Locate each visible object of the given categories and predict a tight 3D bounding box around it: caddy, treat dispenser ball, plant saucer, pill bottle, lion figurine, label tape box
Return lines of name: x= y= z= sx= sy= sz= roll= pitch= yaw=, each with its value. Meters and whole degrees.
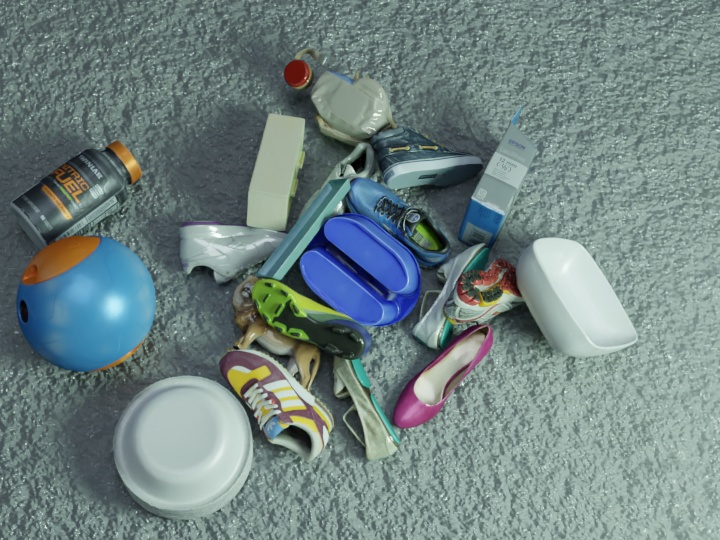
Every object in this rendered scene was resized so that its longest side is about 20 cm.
caddy: x=0.000 y=0.000 z=1.680 sx=0.200 sy=0.105 sz=0.142 roll=39 pitch=100 yaw=9
treat dispenser ball: x=-0.401 y=0.048 z=1.579 sx=0.199 sy=0.201 sz=0.203 roll=2 pitch=65 yaw=-4
plant saucer: x=-0.086 y=-0.063 z=1.666 sx=0.019 sy=0.070 sz=0.201 roll=43 pitch=72 yaw=-22
pill bottle: x=-0.444 y=-0.122 z=1.706 sx=0.200 sy=0.106 sz=0.106 roll=-41 pitch=74 yaw=-20
lion figurine: x=-0.126 y=0.105 z=1.657 sx=0.200 sy=0.072 sz=0.123 roll=39 pitch=60 yaw=-2
label tape box: x=0.234 y=-0.147 z=1.750 sx=0.066 sy=0.144 sz=0.201 roll=28 pitch=66 yaw=9

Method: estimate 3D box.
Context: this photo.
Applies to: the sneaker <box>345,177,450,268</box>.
sneaker: x=0.066 y=-0.086 z=1.714 sx=0.199 sy=0.089 sz=0.079 roll=35 pitch=71 yaw=-7

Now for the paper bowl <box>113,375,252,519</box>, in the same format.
paper bowl: x=-0.256 y=0.250 z=1.554 sx=0.198 sy=0.105 sz=0.202 roll=1 pitch=64 yaw=-3

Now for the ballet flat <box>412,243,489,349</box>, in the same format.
ballet flat: x=0.139 y=0.031 z=1.711 sx=0.069 sy=0.070 sz=0.201 roll=25 pitch=67 yaw=7

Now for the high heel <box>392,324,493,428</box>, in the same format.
high heel: x=0.126 y=0.159 z=1.628 sx=0.199 sy=0.096 sz=0.067 roll=-36 pitch=73 yaw=-19

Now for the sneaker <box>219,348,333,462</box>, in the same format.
sneaker: x=-0.128 y=0.195 z=1.566 sx=0.199 sy=0.075 sz=0.090 roll=36 pitch=30 yaw=-5

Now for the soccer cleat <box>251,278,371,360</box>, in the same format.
soccer cleat: x=-0.074 y=0.075 z=1.615 sx=0.199 sy=0.084 sz=0.065 roll=28 pitch=101 yaw=11

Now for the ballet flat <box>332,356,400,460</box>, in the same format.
ballet flat: x=-0.008 y=0.193 z=1.623 sx=0.062 sy=0.067 sz=0.201 roll=-29 pitch=68 yaw=6

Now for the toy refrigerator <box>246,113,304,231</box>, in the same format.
toy refrigerator: x=-0.132 y=-0.160 z=1.728 sx=0.069 sy=0.076 sz=0.201 roll=8 pitch=44 yaw=-1

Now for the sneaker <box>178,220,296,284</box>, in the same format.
sneaker: x=-0.191 y=-0.027 z=1.714 sx=0.198 sy=0.075 sz=0.101 roll=2 pitch=89 yaw=-7

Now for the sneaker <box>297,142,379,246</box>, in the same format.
sneaker: x=-0.039 y=-0.128 z=1.756 sx=0.075 sy=0.081 sz=0.201 roll=32 pitch=68 yaw=8

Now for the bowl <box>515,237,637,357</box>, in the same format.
bowl: x=0.324 y=0.050 z=1.669 sx=0.199 sy=0.074 sz=0.201 roll=0 pitch=58 yaw=-54

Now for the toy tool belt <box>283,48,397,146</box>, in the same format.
toy tool belt: x=-0.029 y=-0.284 z=1.824 sx=0.199 sy=0.123 sz=0.126 roll=30 pitch=94 yaw=19

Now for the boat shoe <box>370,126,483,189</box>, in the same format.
boat shoe: x=0.112 y=-0.193 z=1.773 sx=0.199 sy=0.071 sz=0.092 roll=-7 pitch=66 yaw=-35

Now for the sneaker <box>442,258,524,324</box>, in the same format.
sneaker: x=0.196 y=0.037 z=1.674 sx=0.199 sy=0.082 sz=0.078 roll=-7 pitch=56 yaw=-48
